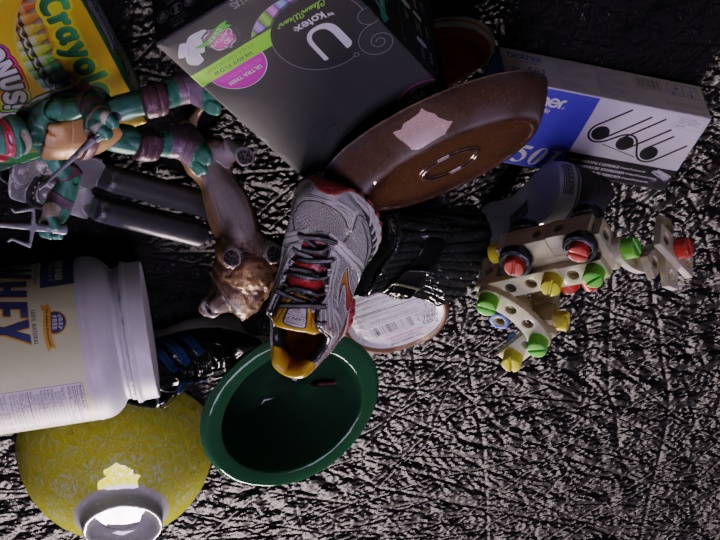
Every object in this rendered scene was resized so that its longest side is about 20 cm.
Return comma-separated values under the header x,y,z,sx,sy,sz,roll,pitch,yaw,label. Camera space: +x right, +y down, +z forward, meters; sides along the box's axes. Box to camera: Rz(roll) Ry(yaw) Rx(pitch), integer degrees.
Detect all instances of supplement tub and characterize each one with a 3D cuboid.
x,y,z,sx,sy,sz,roll,pitch,yaw,label
-0.283,0.067,1.848,0.198,0.146,0.146,-9,140,-4,supplement tub

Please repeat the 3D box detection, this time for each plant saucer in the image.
x,y,z,sx,sy,sz,roll,pitch,yaw,label
0.066,-0.098,1.687,0.199,0.035,0.200,-22,166,-6,plant saucer

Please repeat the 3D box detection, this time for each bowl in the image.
x,y,z,sx,sy,sz,roll,pitch,yaw,label
-0.237,0.209,2.058,0.198,0.108,0.201,-7,140,-6,bowl

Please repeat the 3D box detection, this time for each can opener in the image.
x,y,z,sx,sy,sz,roll,pitch,yaw,label
-0.218,-0.070,1.788,0.199,0.067,0.054,14,102,-37,can opener

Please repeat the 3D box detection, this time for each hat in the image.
x,y,z,sx,sy,sz,roll,pitch,yaw,label
-0.095,0.088,1.945,0.165,0.176,0.200,27,111,-35,hat

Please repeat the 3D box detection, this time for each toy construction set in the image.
x,y,z,sx,sy,sz,roll,pitch,yaw,label
0.182,0.006,1.774,0.199,0.092,0.131,-22,124,21,toy construction set

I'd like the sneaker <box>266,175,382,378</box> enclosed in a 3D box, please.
x,y,z,sx,sy,sz,roll,pitch,yaw,label
-0.033,0.009,1.694,0.077,0.082,0.201,17,134,11,sneaker

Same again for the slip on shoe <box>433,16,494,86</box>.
x,y,z,sx,sy,sz,roll,pitch,yaw,label
0.023,-0.147,1.737,0.199,0.062,0.074,-24,137,13,slip on shoe

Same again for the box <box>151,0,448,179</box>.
x,y,z,sx,sy,sz,roll,pitch,yaw,label
-0.048,-0.195,1.613,0.148,0.125,0.200,-27,139,20,box

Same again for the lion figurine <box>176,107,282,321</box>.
x,y,z,sx,sy,sz,roll,pitch,yaw,label
-0.115,-0.055,1.769,0.072,0.202,0.122,-12,-176,-11,lion figurine

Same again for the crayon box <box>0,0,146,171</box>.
x,y,z,sx,sy,sz,roll,pitch,yaw,label
-0.283,-0.170,1.637,0.171,0.059,0.201,-17,140,7,crayon box

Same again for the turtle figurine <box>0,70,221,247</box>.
x,y,z,sx,sy,sz,roll,pitch,yaw,label
-0.210,-0.101,1.618,0.199,0.101,0.150,-14,159,-25,turtle figurine

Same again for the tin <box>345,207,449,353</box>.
x,y,z,sx,sy,sz,roll,pitch,yaw,label
0.016,0.007,1.937,0.111,0.042,0.200,-22,139,6,tin

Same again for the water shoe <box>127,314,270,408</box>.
x,y,z,sx,sy,sz,roll,pitch,yaw,label
-0.180,0.097,1.960,0.198,0.079,0.072,-7,141,-6,water shoe

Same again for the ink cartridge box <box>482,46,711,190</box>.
x,y,z,sx,sy,sz,roll,pitch,yaw,label
0.193,-0.129,1.810,0.198,0.044,0.094,9,136,-21,ink cartridge box

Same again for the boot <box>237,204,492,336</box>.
x,y,z,sx,sy,sz,roll,pitch,yaw,label
0.001,0.002,1.840,0.157,0.080,0.211,2,159,-41,boot

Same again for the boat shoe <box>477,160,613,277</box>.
x,y,z,sx,sy,sz,roll,pitch,yaw,label
0.160,-0.042,1.857,0.066,0.071,0.200,8,154,-21,boat shoe
